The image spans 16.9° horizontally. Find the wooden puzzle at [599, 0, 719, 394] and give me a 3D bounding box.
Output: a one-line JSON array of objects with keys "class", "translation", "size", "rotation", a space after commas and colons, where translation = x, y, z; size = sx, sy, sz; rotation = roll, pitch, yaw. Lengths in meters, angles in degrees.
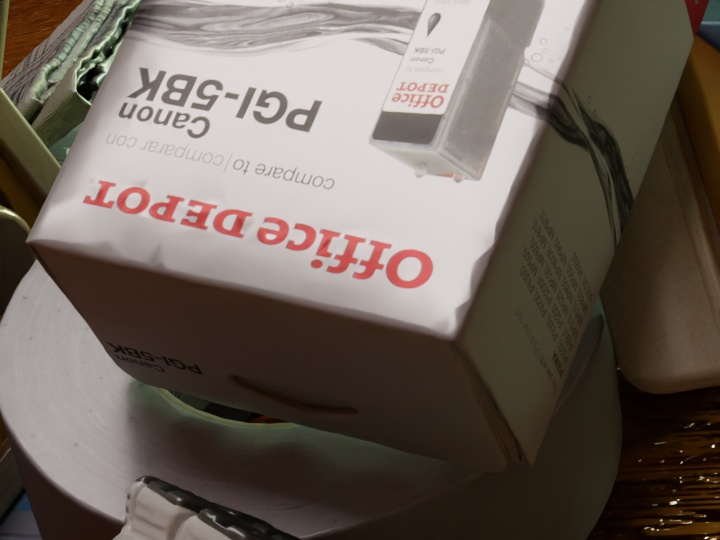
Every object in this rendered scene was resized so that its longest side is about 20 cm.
[{"class": "wooden puzzle", "translation": [0.162, -0.054, 0.785], "size": [0.199, 0.186, 0.037], "rotation": [-5, -27, -14]}]

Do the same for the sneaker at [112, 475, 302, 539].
[{"class": "sneaker", "translation": [-0.010, 0.129, 0.622], "size": [0.200, 0.078, 0.091], "rotation": [26, 88, 52]}]

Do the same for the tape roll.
[{"class": "tape roll", "translation": [-0.016, 0.036, 0.794], "size": [0.199, 0.066, 0.201], "rotation": [-7, 41, 6]}]

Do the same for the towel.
[{"class": "towel", "translation": [-0.168, -0.057, 1.080], "size": [0.200, 0.035, 0.193], "rotation": [-38, 12, 21]}]

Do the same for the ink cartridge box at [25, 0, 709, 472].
[{"class": "ink cartridge box", "translation": [0.011, -0.058, 0.732], "size": [0.146, 0.083, 0.201], "rotation": [12, 66, 25]}]

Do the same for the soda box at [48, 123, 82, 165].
[{"class": "soda box", "translation": [-0.114, -0.030, 1.115], "size": [0.070, 0.064, 0.200], "rotation": [4, 10, -7]}]

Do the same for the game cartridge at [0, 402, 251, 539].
[{"class": "game cartridge", "translation": [-0.105, 0.064, 0.900], "size": [0.133, 0.041, 0.200], "rotation": [0, 44, 43]}]

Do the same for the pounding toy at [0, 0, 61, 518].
[{"class": "pounding toy", "translation": [-0.167, -0.015, 0.854], "size": [0.142, 0.184, 0.200], "rotation": [-4, 41, 45]}]

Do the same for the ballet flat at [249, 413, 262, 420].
[{"class": "ballet flat", "translation": [-0.030, 0.030, 0.969], "size": [0.199, 0.069, 0.068], "rotation": [-9, -4, 30]}]
